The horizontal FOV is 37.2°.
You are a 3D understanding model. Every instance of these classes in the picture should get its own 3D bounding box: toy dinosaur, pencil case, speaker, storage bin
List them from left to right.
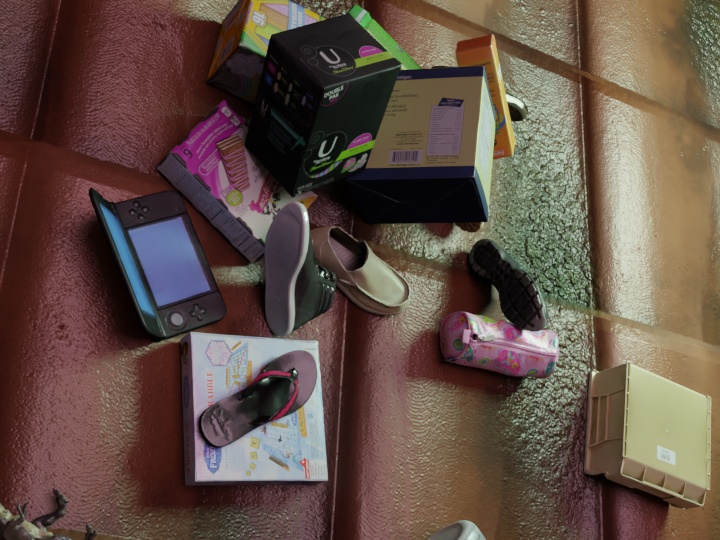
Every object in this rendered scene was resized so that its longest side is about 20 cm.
[{"bbox_3d":[-0.367,0.318,1.266,0.088,0.047,0.200,-43,97,-22],"label":"toy dinosaur"},{"bbox_3d":[0.038,-0.342,1.769,0.200,0.088,0.089,43,54,-11],"label":"speaker"},{"bbox_3d":[0.222,0.119,1.700,0.199,0.087,0.088,14,64,-29],"label":"pencil case"},{"bbox_3d":[0.486,0.280,1.802,0.199,0.094,0.200,23,61,-24],"label":"storage bin"}]

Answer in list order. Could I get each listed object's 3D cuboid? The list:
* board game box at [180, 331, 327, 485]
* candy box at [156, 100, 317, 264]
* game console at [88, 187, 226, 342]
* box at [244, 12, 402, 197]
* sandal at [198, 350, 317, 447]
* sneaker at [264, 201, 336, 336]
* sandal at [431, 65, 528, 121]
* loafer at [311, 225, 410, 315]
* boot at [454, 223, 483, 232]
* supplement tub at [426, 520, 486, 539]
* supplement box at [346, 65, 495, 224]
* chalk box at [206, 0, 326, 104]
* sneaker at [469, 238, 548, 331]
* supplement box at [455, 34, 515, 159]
[{"bbox_3d":[-0.145,0.191,1.462,0.198,0.041,0.202,7,68,-31],"label":"board game box"},{"bbox_3d":[-0.177,-0.128,1.558,0.200,0.061,0.137,45,53,-10],"label":"candy box"},{"bbox_3d":[-0.265,-0.018,1.422,0.175,0.116,0.201,-18,82,-36],"label":"game console"},{"bbox_3d":[-0.056,-0.230,1.496,0.148,0.201,0.124,-24,60,-36],"label":"box"},{"bbox_3d":[-0.125,0.171,1.427,0.199,0.045,0.075,-32,90,-37],"label":"sandal"},{"bbox_3d":[-0.081,-0.011,1.526,0.099,0.070,0.202,-21,126,-46],"label":"sneaker"},{"bbox_3d":[0.208,-0.303,1.882,0.199,0.082,0.055,27,80,-29],"label":"sandal"},{"bbox_3d":[0.000,0.000,1.616,0.199,0.068,0.076,31,57,-19],"label":"loafer"},{"bbox_3d":[0.171,-0.163,1.793,0.107,0.075,0.201,-20,82,-41],"label":"boot"},{"bbox_3d":[0.163,0.464,1.500,0.122,0.122,0.201,-37,93,-37],"label":"supplement tub"},{"bbox_3d":[0.099,-0.192,1.657,0.134,0.198,0.201,62,32,-59],"label":"supplement box"},{"bbox_3d":[-0.113,-0.322,1.640,0.199,0.124,0.125,22,61,-25],"label":"chalk box"},{"bbox_3d":[0.255,0.023,1.734,0.079,0.075,0.201,20,30,-43],"label":"sneaker"},{"bbox_3d":[0.212,-0.289,1.807,0.069,0.066,0.201,-76,153,-58],"label":"supplement box"}]
